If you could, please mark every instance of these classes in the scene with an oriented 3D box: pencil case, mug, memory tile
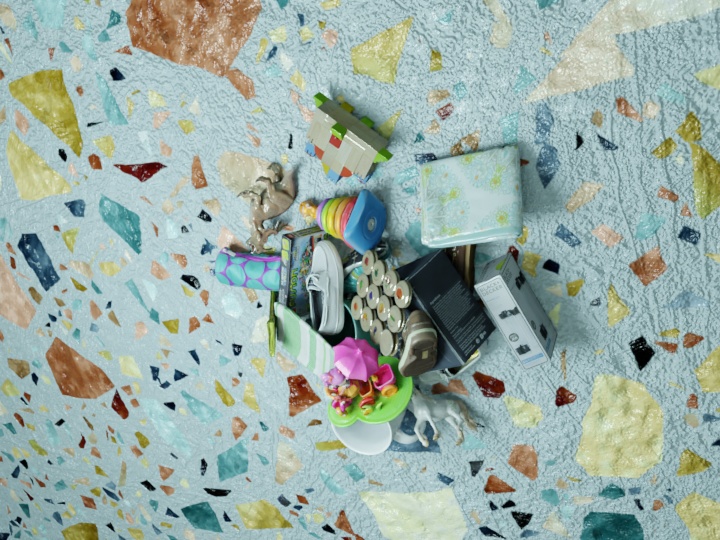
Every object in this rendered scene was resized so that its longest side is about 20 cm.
[{"bbox_3d":[-0.242,-0.004,1.584,0.197,0.086,0.093,6,130,21],"label":"pencil case"},{"bbox_3d":[0.055,0.311,1.536,0.198,0.175,0.149,30,124,9],"label":"mug"},{"bbox_3d":[-0.029,0.130,1.523,0.186,0.113,0.153,52,122,36],"label":"mug"},{"bbox_3d":[0.036,0.061,1.341,0.200,0.017,0.155,45,125,55],"label":"memory tile"}]

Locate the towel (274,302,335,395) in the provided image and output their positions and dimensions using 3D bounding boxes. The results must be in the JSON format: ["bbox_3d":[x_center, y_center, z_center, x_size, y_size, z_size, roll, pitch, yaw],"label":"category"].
[{"bbox_3d":[-0.114,0.166,1.473,0.199,0.023,0.154,40,148,26],"label":"towel"}]

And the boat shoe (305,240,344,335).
[{"bbox_3d":[-0.083,0.036,1.453,0.071,0.068,0.204,-5,85,45],"label":"boat shoe"}]

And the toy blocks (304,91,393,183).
[{"bbox_3d":[-0.038,-0.242,1.389,0.199,0.100,0.137,36,134,6],"label":"toy blocks"}]

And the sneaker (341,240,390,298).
[{"bbox_3d":[0.000,0.000,1.494,0.080,0.078,0.199,42,132,-16],"label":"sneaker"}]

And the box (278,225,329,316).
[{"bbox_3d":[-0.127,0.007,1.520,0.035,0.109,0.203,31,126,39],"label":"box"}]

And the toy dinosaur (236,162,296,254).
[{"bbox_3d":[-0.190,-0.144,1.503,0.199,0.086,0.136,-39,104,16],"label":"toy dinosaur"}]

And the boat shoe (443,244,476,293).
[{"bbox_3d":[0.197,-0.031,1.379,0.069,0.070,0.203,11,117,19],"label":"boat shoe"}]

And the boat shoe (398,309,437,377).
[{"bbox_3d":[0.109,0.137,1.309,0.073,0.076,0.203,-8,152,-11],"label":"boat shoe"}]

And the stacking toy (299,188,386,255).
[{"bbox_3d":[-0.053,-0.114,1.447,0.198,0.110,0.118,15,77,35],"label":"stacking toy"}]

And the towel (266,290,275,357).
[{"bbox_3d":[-0.201,0.108,1.557,0.018,0.201,0.087,-1,115,-5],"label":"towel"}]

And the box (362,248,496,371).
[{"bbox_3d":[0.131,0.090,1.393,0.198,0.124,0.199,53,149,-7],"label":"box"}]

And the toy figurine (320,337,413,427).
[{"bbox_3d":[-0.015,0.211,1.361,0.198,0.151,0.185,-28,139,7],"label":"toy figurine"}]

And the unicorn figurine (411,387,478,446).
[{"bbox_3d":[0.160,0.310,1.502,0.198,0.139,0.074,18,134,-37],"label":"unicorn figurine"}]

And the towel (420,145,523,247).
[{"bbox_3d":[0.206,-0.136,1.297,0.197,0.048,0.174,-6,79,26],"label":"towel"}]

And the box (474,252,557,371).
[{"bbox_3d":[0.309,0.080,1.352,0.060,0.117,0.202,-27,99,31],"label":"box"}]

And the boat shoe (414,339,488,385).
[{"bbox_3d":[0.187,0.207,1.483,0.201,0.086,0.075,-32,97,32],"label":"boat shoe"}]
